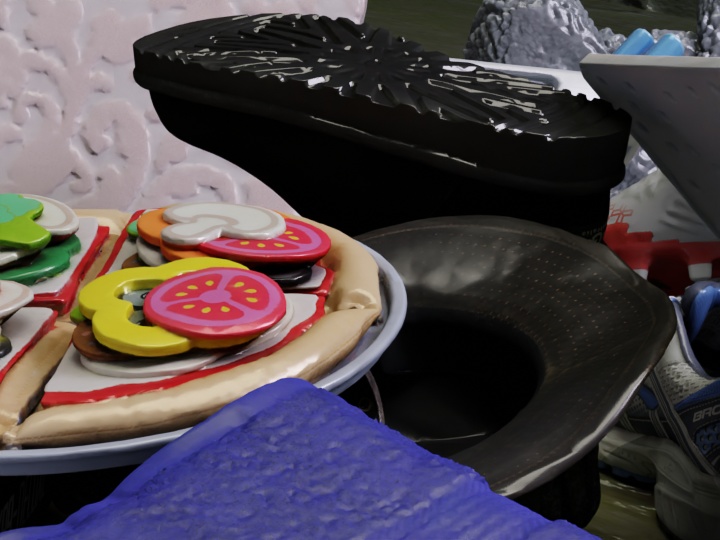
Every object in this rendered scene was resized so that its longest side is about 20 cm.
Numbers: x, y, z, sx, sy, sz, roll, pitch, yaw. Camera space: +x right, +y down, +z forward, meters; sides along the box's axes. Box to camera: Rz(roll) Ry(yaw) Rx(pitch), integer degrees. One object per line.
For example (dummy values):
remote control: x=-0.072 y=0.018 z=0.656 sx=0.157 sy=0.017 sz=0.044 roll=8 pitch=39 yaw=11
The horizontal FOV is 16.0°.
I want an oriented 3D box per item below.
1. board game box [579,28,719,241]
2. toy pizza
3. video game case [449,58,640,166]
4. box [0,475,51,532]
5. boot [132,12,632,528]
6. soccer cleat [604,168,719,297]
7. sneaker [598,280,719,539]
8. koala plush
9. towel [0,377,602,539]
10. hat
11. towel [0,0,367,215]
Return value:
board game box: x=0.176 y=0.000 z=0.825 sx=0.200 sy=0.026 sz=0.200 roll=48 pitch=-10 yaw=-16
toy pizza: x=-0.086 y=0.008 z=0.781 sx=0.199 sy=0.032 sz=0.200 roll=-4 pitch=20 yaw=2
video game case: x=0.018 y=-0.035 z=1.159 sx=0.182 sy=0.023 sz=0.200 roll=5 pitch=-29 yaw=-13
box: x=-0.180 y=0.055 z=0.808 sx=0.157 sy=0.050 sz=0.200 roll=8 pitch=12 yaw=3
boot: x=-0.001 y=0.001 z=0.925 sx=0.211 sy=0.158 sz=0.079 roll=20 pitch=26 yaw=33
soccer cleat: x=0.157 y=-0.037 z=1.009 sx=0.200 sy=0.085 sz=0.069 roll=-18 pitch=-27 yaw=41
sneaker: x=0.135 y=0.043 z=0.991 sx=0.077 sy=0.085 sz=0.200 roll=4 pitch=11 yaw=-17
koala plush: x=0.136 y=-0.046 z=1.338 sx=0.177 sy=0.184 sz=0.200 roll=-6 pitch=-7 yaw=-9
towel: x=0.004 y=0.104 z=0.613 sx=0.200 sy=0.050 sz=0.147 roll=27 pitch=40 yaw=37
hat: x=0.007 y=0.062 z=0.792 sx=0.200 sy=0.081 sz=0.201 roll=-12 pitch=25 yaw=5
towel: x=-0.102 y=-0.048 z=1.027 sx=0.190 sy=0.201 sz=0.032 roll=10 pitch=-13 yaw=0
